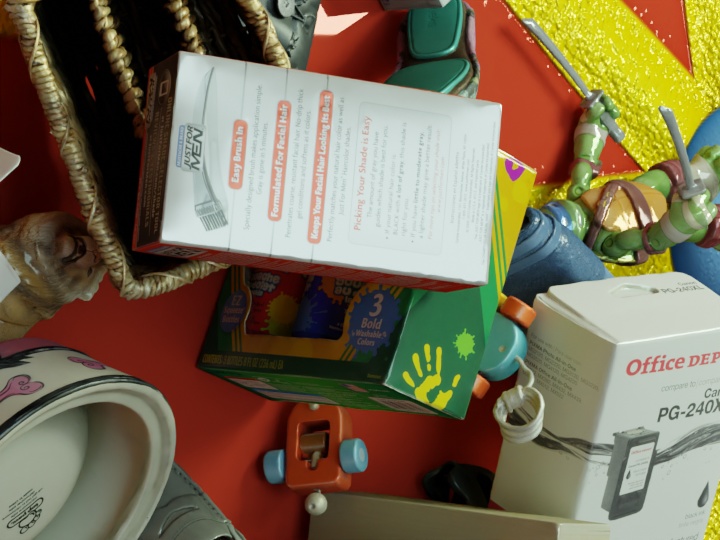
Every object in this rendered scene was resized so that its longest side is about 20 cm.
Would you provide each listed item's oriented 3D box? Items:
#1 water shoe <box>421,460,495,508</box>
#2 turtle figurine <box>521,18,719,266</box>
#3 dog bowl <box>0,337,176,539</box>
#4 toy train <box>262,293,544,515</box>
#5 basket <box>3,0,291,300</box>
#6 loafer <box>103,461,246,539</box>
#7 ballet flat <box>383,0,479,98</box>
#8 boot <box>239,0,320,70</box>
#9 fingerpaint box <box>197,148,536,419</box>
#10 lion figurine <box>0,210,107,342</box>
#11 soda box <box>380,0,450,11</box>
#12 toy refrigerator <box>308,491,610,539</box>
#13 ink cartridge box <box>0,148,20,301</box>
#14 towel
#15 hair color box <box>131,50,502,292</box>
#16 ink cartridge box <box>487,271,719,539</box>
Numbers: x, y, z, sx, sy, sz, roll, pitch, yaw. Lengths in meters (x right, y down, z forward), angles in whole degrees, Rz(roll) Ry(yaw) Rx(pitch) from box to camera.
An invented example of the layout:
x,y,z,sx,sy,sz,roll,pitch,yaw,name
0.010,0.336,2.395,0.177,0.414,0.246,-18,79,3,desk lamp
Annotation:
x,y,z,sx,sy,sz,roll,pitch,yaw,name
0.056,0.232,1.703,0.079,0.071,0.200,24,67,-31,water shoe
0.221,-0.076,1.776,0.194,0.144,0.200,0,95,-42,turtle figurine
-0.205,0.126,1.426,0.200,0.074,0.200,-36,147,-28,dog bowl
0.034,0.085,1.628,0.056,0.200,0.151,42,39,-57,toy train
-0.109,-0.100,1.456,0.142,0.149,0.200,-19,99,0,basket
-0.105,0.170,1.520,0.070,0.070,0.200,-38,84,-27,loafer
0.051,-0.119,1.633,0.200,0.069,0.071,-79,157,-61,ballet flat
-0.091,-0.172,1.570,0.165,0.066,0.200,27,79,-35,boot
0.000,0.000,1.558,0.073,0.200,0.167,26,76,-36,fingerpaint box
-0.229,0.052,1.465,0.122,0.072,0.200,21,92,-48,lion figurine
0.084,-0.262,1.706,0.200,0.063,0.068,-43,117,-30,soda box
0.063,0.193,1.612,0.070,0.200,0.076,9,85,-52,toy refrigerator
-0.275,0.010,1.365,0.200,0.117,0.067,-48,137,-20,ink cartridge box
0.143,0.033,1.735,0.200,0.112,0.049,44,38,-30,towel
-0.024,-0.054,1.411,0.200,0.064,0.111,8,82,-21,hair color box
0.176,0.112,1.665,0.145,0.083,0.200,-7,118,-39,ink cartridge box
